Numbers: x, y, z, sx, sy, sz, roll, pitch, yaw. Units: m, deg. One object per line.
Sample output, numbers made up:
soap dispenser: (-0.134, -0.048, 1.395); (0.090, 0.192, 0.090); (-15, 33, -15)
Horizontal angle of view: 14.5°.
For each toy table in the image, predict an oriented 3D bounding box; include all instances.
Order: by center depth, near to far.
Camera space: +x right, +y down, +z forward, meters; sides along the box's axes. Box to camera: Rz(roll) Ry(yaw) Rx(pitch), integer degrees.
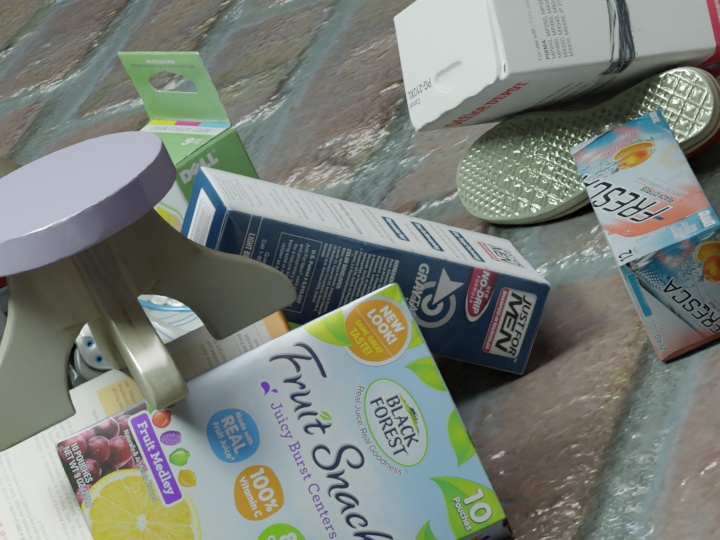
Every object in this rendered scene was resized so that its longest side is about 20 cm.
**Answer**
toy table: (-0.139, 0.005, 1.513); (0.184, 0.117, 0.200); (-24, 13, 2)

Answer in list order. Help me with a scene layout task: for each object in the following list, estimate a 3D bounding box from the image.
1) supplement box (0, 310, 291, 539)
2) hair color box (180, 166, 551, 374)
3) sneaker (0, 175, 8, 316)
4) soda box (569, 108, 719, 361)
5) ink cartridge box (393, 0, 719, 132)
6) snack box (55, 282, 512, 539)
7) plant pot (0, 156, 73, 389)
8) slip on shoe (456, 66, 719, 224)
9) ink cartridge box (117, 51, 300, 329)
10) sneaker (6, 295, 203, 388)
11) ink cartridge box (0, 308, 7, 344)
supplement box: (-0.108, 0.117, 1.569); (0.200, 0.074, 0.126); (-26, 53, -2)
hair color box: (0.000, 0.000, 1.658); (0.200, 0.061, 0.100); (13, 14, -16)
sneaker: (-0.289, -0.001, 1.718); (0.200, 0.113, 0.071); (-28, 34, 4)
soda box: (0.175, -0.024, 1.658); (0.064, 0.068, 0.200); (-24, 22, 4)
ink cartridge box: (0.141, -0.155, 1.843); (0.200, 0.084, 0.145); (-8, -9, -24)
snack box: (-0.041, 0.114, 1.479); (0.200, 0.142, 0.053); (-25, -16, 0)
plant pot: (-0.262, 0.050, 1.855); (0.200, 0.200, 0.174); (-25, 38, 0)
slip on shoe: (0.153, -0.078, 1.840); (0.200, 0.074, 0.061); (-21, -15, 27)
ink cartridge box: (-0.109, -0.042, 1.841); (0.059, 0.200, 0.104); (-36, 22, -26)
sneaker: (-0.133, 0.054, 1.752); (0.200, 0.075, 0.087); (16, 47, 10)
ink cartridge box: (-0.300, 0.078, 1.644); (0.200, 0.125, 0.129); (-26, 34, 1)
